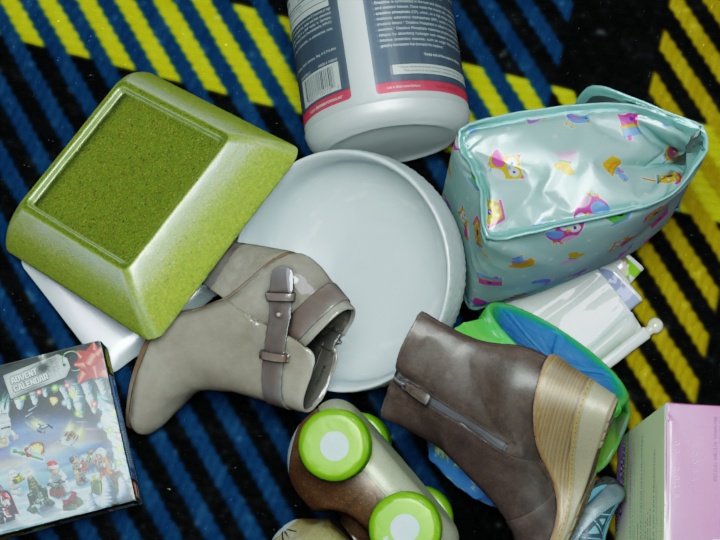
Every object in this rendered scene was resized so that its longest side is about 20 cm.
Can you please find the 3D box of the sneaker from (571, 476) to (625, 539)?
[{"bbox_3d":[0.172,0.263,1.382,0.095,0.079,0.200,28,87,12],"label":"sneaker"}]

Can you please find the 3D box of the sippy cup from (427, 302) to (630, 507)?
[{"bbox_3d":[0.123,0.116,1.383,0.178,0.140,0.130,34,105,3],"label":"sippy cup"}]

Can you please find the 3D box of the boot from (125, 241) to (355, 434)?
[{"bbox_3d":[-0.094,0.073,1.381,0.146,0.070,0.200,30,103,27],"label":"boot"}]

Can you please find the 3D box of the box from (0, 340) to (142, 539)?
[{"bbox_3d":[-0.291,0.148,1.409,0.200,0.040,0.137,-15,77,-2],"label":"box"}]

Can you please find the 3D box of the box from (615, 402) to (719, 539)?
[{"bbox_3d":[0.261,0.206,1.336,0.097,0.200,0.176,4,76,-2],"label":"box"}]

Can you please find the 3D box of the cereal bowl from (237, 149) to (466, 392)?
[{"bbox_3d":[0.000,0.000,1.418,0.200,0.083,0.200,0,91,27],"label":"cereal bowl"}]

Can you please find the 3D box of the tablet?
[{"bbox_3d":[-0.174,-0.020,1.471,0.200,0.014,0.130,-38,81,-9],"label":"tablet"}]

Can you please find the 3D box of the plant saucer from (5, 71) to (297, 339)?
[{"bbox_3d":[-0.185,-0.069,1.419,0.200,0.048,0.200,28,76,35],"label":"plant saucer"}]

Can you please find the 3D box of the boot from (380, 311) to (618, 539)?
[{"bbox_3d":[0.095,0.138,1.309,0.166,0.072,0.200,21,119,14],"label":"boot"}]

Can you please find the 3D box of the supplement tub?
[{"bbox_3d":[0.011,-0.199,1.454,0.140,0.140,0.200,-7,77,-3],"label":"supplement tub"}]

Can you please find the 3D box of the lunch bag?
[{"bbox_3d":[0.174,-0.062,1.394,0.200,0.170,0.122,-14,71,-7],"label":"lunch bag"}]

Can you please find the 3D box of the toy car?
[{"bbox_3d":[-0.038,0.216,1.354,0.200,0.164,0.158,-41,81,2],"label":"toy car"}]

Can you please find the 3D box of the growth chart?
[{"bbox_3d":[0.169,0.001,1.475,0.145,0.018,0.200,-31,80,-9],"label":"growth chart"}]
